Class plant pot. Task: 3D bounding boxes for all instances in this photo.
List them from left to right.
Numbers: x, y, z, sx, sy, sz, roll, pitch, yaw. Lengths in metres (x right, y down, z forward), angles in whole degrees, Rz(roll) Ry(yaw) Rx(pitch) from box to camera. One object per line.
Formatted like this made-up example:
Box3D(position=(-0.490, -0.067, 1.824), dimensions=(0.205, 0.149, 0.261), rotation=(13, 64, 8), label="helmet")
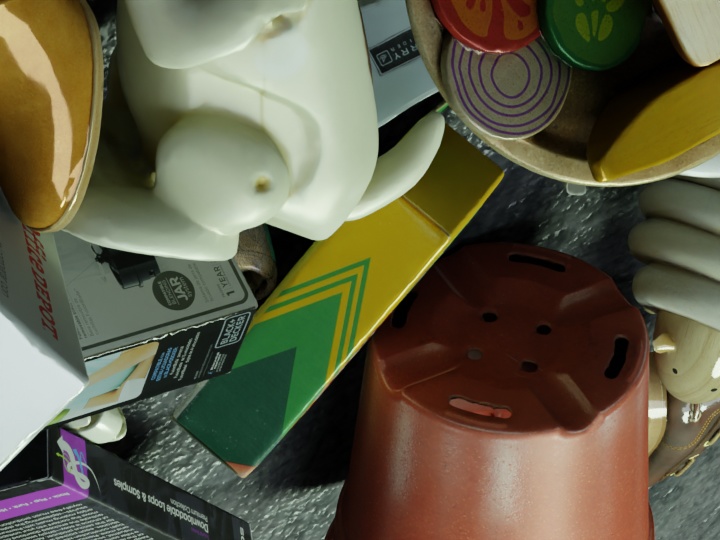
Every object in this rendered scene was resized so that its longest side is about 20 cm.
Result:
Box3D(position=(0.077, 0.104, 1.368), dimensions=(0.200, 0.201, 0.196), rotation=(-20, 137, -21), label="plant pot")

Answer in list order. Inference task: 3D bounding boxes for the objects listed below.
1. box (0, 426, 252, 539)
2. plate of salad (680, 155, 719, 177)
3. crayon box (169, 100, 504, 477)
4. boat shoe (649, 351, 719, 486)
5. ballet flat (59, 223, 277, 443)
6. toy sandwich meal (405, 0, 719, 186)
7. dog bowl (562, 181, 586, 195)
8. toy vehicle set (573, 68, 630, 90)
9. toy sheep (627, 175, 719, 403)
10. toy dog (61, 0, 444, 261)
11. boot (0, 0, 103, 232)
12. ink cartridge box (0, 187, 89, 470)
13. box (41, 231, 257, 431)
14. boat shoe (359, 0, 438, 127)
Box3D(position=(-0.163, 0.133, 1.272), dimensions=(0.143, 0.036, 0.200), rotation=(-16, 152, 22), label="box")
Box3D(position=(0.171, -0.132, 1.079), dimensions=(0.199, 0.048, 0.201), rotation=(-7, 114, -17), label="plate of salad")
Box3D(position=(0.000, 0.000, 1.228), dimensions=(0.200, 0.051, 0.127), rotation=(-50, 178, 23), label="crayon box")
Box3D(position=(0.183, 0.089, 1.480), dimensions=(0.070, 0.071, 0.200), rotation=(-7, 169, -7), label="boat shoe")
Box3D(position=(-0.122, 0.041, 1.213), dimensions=(0.200, 0.067, 0.068), rotation=(-41, 146, 10), label="ballet flat")
Box3D(position=(0.116, -0.124, 0.969), dimensions=(0.204, 0.070, 0.206), rotation=(-4, 102, -17), label="toy sandwich meal")
Box3D(position=(0.168, -0.117, 1.219), dimensions=(0.200, 0.059, 0.200), rotation=(-31, 170, -6), label="dog bowl")
Box3D(position=(0.115, -0.174, 1.012), dimensions=(0.124, 0.027, 0.201), rotation=(16, 97, -19), label="toy vehicle set")
Box3D(position=(0.210, -0.023, 1.347), dimensions=(0.138, 0.138, 0.201), rotation=(23, 86, -52), label="toy sheep")
Box3D(position=(-0.037, -0.113, 1.017), dimensions=(0.193, 0.140, 0.201), rotation=(13, 112, -14), label="toy dog")
Box3D(position=(-0.172, -0.106, 0.919), dimensions=(0.144, 0.071, 0.202), rotation=(-11, 102, -42), label="boot")
Box3D(position=(-0.201, -0.021, 0.924), dimensions=(0.085, 0.145, 0.200), rotation=(-41, 117, 8), label="ink cartridge box")
Box3D(position=(-0.161, 0.011, 1.093), dimensions=(0.200, 0.117, 0.060), rotation=(-17, 154, -27), label="box")
Box3D(position=(0.005, -0.108, 1.131), dimensions=(0.199, 0.068, 0.074), rotation=(-25, 105, 16), label="boat shoe")
